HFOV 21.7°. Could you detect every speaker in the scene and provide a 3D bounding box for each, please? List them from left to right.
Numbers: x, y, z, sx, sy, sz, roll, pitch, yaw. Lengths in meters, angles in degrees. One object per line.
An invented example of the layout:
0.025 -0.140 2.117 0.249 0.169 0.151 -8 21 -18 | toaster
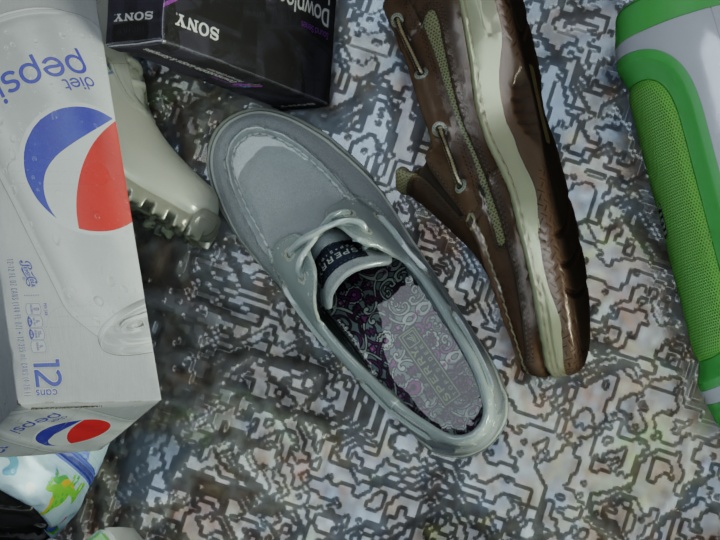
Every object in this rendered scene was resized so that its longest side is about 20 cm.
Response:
0.176 -0.031 0.863 0.088 0.088 0.201 -14 83 2 | speaker

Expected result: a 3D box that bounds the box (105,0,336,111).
-0.056 -0.185 0.866 0.036 0.143 0.202 2 85 30 | box

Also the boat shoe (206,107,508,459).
0.000 0.001 0.877 0.070 0.072 0.201 -39 84 -1 | boat shoe

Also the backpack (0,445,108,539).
-0.205 0.046 0.844 0.200 0.163 0.154 39 63 -1 | backpack

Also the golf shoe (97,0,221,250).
-0.129 -0.097 0.894 0.200 0.078 0.097 41 85 5 | golf shoe

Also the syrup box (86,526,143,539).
-0.161 0.212 0.860 0.200 0.081 0.079 -41 82 -3 | syrup box

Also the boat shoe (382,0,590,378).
0.055 -0.044 0.886 0.074 0.075 0.204 -14 77 16 | boat shoe

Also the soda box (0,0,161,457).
-0.138 -0.027 0.791 0.063 0.068 0.201 1 67 -31 | soda box
